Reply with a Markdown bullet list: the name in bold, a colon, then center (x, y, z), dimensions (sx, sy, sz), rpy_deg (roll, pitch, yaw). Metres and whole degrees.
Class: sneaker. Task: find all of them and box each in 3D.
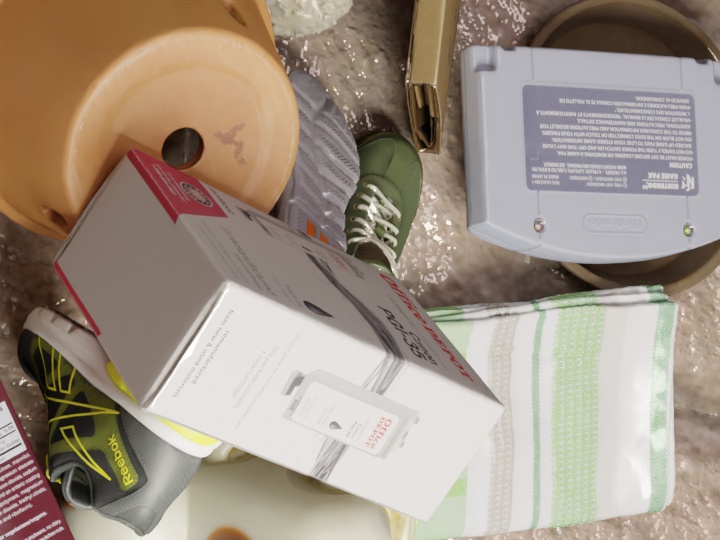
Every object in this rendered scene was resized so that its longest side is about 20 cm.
- **sneaker**: center (-0.065, -0.033, 1.609), dimensions (0.078, 0.112, 0.201), rpy_deg (47, 29, -29)
- **sneaker**: center (0.000, 0.000, 1.633), dimensions (0.067, 0.090, 0.201), rpy_deg (36, 67, -21)
- **sneaker**: center (-0.146, 0.080, 1.461), dimensions (0.074, 0.200, 0.085), rpy_deg (33, 86, -29)

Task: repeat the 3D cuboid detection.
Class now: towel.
- **towel**: center (0.115, 0.090, 1.712), dimensions (0.199, 0.031, 0.150), rpy_deg (-5, 97, -31)

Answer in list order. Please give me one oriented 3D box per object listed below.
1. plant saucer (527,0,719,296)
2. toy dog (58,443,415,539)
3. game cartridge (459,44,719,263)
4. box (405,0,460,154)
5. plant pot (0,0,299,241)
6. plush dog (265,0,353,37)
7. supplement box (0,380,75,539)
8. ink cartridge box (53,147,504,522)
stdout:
- **plant saucer**: center (0.173, -0.080, 1.783), dimensions (0.199, 0.029, 0.201), rpy_deg (4, 81, -30)
- **toy dog**: center (-0.074, 0.159, 1.527), dimensions (0.194, 0.199, 0.140), rpy_deg (-66, 162, -61)
- **game cartridge**: center (0.151, -0.072, 1.733), dimensions (0.199, 0.041, 0.134), rpy_deg (1, 80, -31)
- **box**: center (0.051, -0.187, 1.657), dimensions (0.021, 0.164, 0.201), rpy_deg (6, 79, 5)
- **plant pot**: center (-0.123, -0.092, 1.496), dimensions (0.199, 0.140, 0.201), rpy_deg (-12, 119, -22)
- **plush dog**: center (-0.089, -0.240, 1.593), dimensions (0.171, 0.160, 0.201), rpy_deg (-5, 84, -5)
- **supplement box**: center (-0.206, 0.145, 1.482), dimensions (0.061, 0.109, 0.201), rpy_deg (-28, 98, -30)
- **ink cartridge box**: center (-0.043, 0.035, 1.426), dimensions (0.199, 0.147, 0.083), rpy_deg (25, 106, -37)
